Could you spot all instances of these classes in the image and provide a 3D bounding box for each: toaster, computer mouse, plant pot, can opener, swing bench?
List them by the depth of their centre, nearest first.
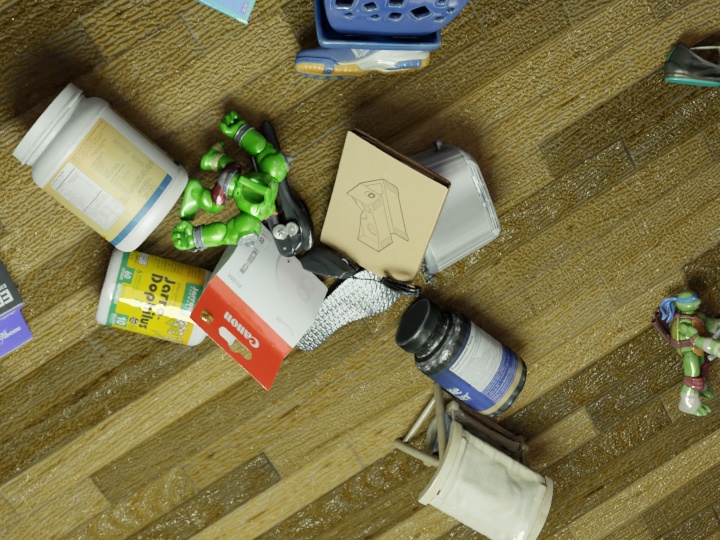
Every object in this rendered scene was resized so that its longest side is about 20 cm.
[{"bbox_3d":[0.030,-0.400,1.180,0.196,0.180,0.203,-1,65,-11],"label":"plant pot"},{"bbox_3d":[-0.124,-0.116,1.319,0.063,0.079,0.203,-21,100,6],"label":"can opener"},{"bbox_3d":[0.000,0.000,1.321,0.197,0.058,0.035,15,100,21],"label":"computer mouse"},{"bbox_3d":[0.123,-0.090,1.346,0.128,0.114,0.202,-25,107,-5],"label":"toaster"},{"bbox_3d":[0.182,0.310,1.424,0.197,0.200,0.131,32,98,-18],"label":"swing bench"}]

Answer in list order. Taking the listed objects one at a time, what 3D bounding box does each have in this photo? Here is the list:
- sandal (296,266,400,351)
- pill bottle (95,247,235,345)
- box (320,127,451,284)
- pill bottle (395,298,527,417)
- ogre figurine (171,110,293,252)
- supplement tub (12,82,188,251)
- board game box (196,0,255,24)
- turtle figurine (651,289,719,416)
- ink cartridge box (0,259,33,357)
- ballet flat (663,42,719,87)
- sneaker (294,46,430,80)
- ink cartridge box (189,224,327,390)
[{"bbox_3d":[-0.025,0.049,1.398,0.198,0.043,0.077,-29,108,10],"label":"sandal"},{"bbox_3d":[-0.272,0.044,1.309,0.197,0.113,0.114,16,103,-15],"label":"pill bottle"},{"bbox_3d":[0.030,-0.082,1.292,0.162,0.021,0.202,31,133,14],"label":"box"},{"bbox_3d":[0.155,0.133,1.415,0.199,0.112,0.112,35,97,-17],"label":"pill bottle"},{"bbox_3d":[-0.173,-0.110,1.251,0.118,0.202,0.099,20,147,11],"label":"ogre figurine"},{"bbox_3d":[-0.349,-0.139,1.225,0.199,0.145,0.145,40,96,-18],"label":"supplement tub"},{"bbox_3d":[-0.216,-0.444,1.215,0.197,0.045,0.154,22,100,-15],"label":"board game box"},{"bbox_3d":[0.584,0.130,1.480,0.196,0.144,0.197,-6,111,-5],"label":"turtle figurine"},{"bbox_3d":[-0.569,0.054,1.236,0.197,0.043,0.202,-36,110,-36],"label":"ink cartridge box"},{"bbox_3d":[0.562,-0.305,1.393,0.197,0.068,0.070,12,95,-14],"label":"ballet flat"},{"bbox_3d":[-0.001,-0.322,1.286,0.197,0.075,0.090,-9,96,-15],"label":"sneaker"},{"bbox_3d":[-0.139,0.043,1.296,0.057,0.201,0.163,-33,113,31],"label":"ink cartridge box"}]
